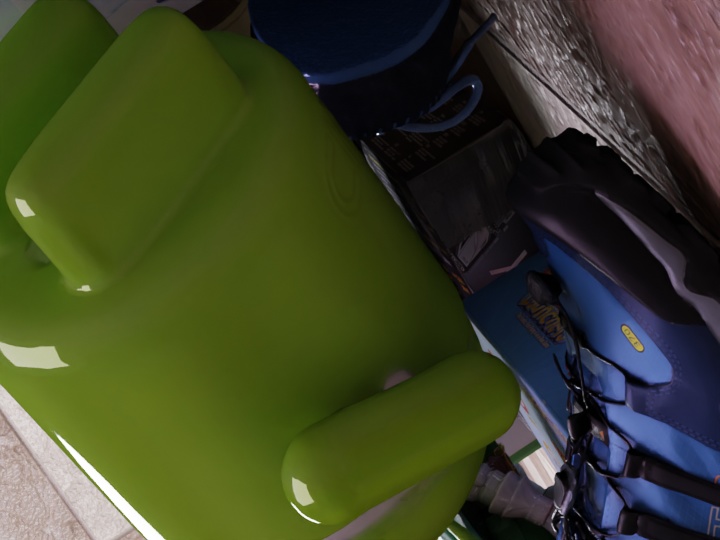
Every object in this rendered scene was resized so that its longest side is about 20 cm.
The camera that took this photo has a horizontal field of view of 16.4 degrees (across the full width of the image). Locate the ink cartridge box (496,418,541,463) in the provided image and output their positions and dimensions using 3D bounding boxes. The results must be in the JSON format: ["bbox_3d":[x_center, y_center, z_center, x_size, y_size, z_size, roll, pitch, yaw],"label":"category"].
[{"bbox_3d":[0.039,0.065,1.264,0.083,0.146,0.200,56,180,0],"label":"ink cartridge box"}]

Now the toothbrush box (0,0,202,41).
[{"bbox_3d":[-0.071,-0.133,0.664,0.085,0.146,0.200,58,180,12],"label":"toothbrush box"}]

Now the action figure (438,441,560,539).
[{"bbox_3d":[0.053,0.093,0.844,0.200,0.055,0.118,54,-179,-2],"label":"action figure"}]

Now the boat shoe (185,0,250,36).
[{"bbox_3d":[-0.067,-0.156,1.132,0.200,0.073,0.065,-87,-19,-58],"label":"boat shoe"}]

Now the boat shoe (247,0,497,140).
[{"bbox_3d":[0.005,-0.076,0.835,0.200,0.084,0.069,-89,-11,-68],"label":"boat shoe"}]

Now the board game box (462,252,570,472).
[{"bbox_3d":[0.123,0.100,0.843,0.196,0.056,0.200,58,179,-18],"label":"board game box"}]

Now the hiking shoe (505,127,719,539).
[{"bbox_3d":[0.082,0.057,0.671,0.200,0.087,0.074,58,179,-23],"label":"hiking shoe"}]

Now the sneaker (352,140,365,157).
[{"bbox_3d":[0.000,0.000,0.982,0.091,0.078,0.200,22,144,40],"label":"sneaker"}]

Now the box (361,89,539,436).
[{"bbox_3d":[0.061,0.003,1.026,0.158,0.050,0.200,59,178,-13],"label":"box"}]

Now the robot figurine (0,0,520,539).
[{"bbox_3d":[-0.037,0.015,0.698,0.175,0.116,0.200,13,150,42],"label":"robot figurine"}]
